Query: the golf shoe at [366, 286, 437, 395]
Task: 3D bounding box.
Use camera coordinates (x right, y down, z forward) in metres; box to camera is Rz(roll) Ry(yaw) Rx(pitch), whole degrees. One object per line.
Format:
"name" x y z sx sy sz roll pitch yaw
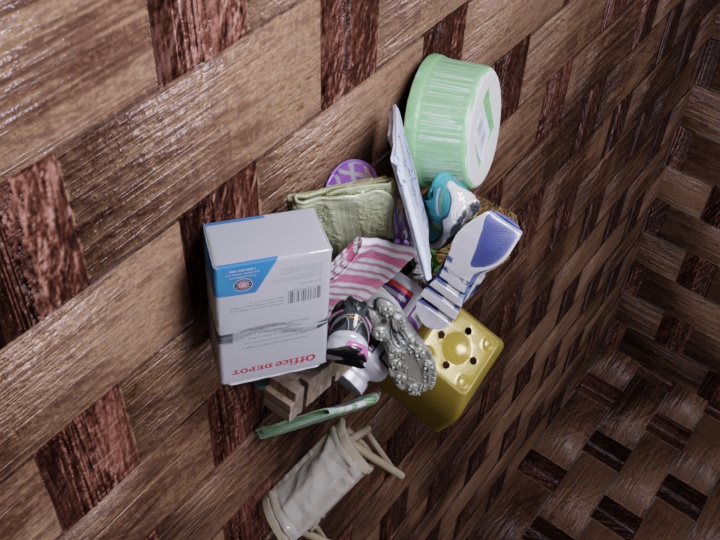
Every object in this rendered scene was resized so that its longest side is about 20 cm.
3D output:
"golf shoe" 0.064 0.105 1.427 0.077 0.098 0.202 -22 118 9

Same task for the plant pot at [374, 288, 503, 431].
"plant pot" 0.147 0.153 1.610 0.196 0.194 0.200 -53 -177 -16

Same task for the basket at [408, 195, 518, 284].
"basket" 0.201 -0.035 1.647 0.199 0.141 0.152 -31 143 -59

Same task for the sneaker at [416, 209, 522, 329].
"sneaker" 0.160 -0.009 1.365 0.201 0.080 0.115 -53 177 17

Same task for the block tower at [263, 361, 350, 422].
"block tower" -0.062 0.144 1.360 0.199 0.057 0.055 -40 150 -42

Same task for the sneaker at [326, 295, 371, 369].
"sneaker" -0.015 0.085 1.255 0.200 0.079 0.088 143 -40 -74

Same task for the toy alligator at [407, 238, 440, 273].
"toy alligator" 0.100 -0.025 1.502 0.201 0.053 0.060 -108 -149 -59

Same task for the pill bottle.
"pill bottle" 0.027 0.106 1.513 0.201 0.111 0.113 -53 155 -16

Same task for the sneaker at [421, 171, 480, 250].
"sneaker" 0.130 -0.092 1.340 0.077 0.080 0.200 -36 169 -13

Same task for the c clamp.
"c clamp" 0.079 -0.065 1.361 0.171 0.026 0.204 -65 141 -71

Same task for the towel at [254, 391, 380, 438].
"towel" -0.064 0.237 1.472 0.150 0.024 0.199 -22 170 25

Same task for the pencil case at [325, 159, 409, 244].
"pencil case" 0.015 -0.089 1.314 0.085 0.084 0.200 -59 157 -6

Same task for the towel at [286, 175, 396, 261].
"towel" -0.021 -0.062 1.207 0.145 0.037 0.201 -9 158 -2

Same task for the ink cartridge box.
"ink cartridge box" -0.117 0.034 1.115 0.142 0.084 0.203 -10 134 -16

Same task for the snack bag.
"snack bag" 0.066 -0.104 1.211 0.201 0.021 0.192 -86 162 -61

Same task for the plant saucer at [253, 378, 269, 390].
"plant saucer" -0.091 0.103 1.370 0.200 0.036 0.203 -44 150 -34

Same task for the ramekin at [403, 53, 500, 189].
"ramekin" 0.144 -0.220 1.350 0.199 0.096 0.205 11 90 -68

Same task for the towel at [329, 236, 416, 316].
"towel" -0.018 0.028 1.264 0.200 0.030 0.145 -44 155 25

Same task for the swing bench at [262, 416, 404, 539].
"swing bench" -0.054 0.373 1.567 0.199 0.130 0.200 -44 153 5
